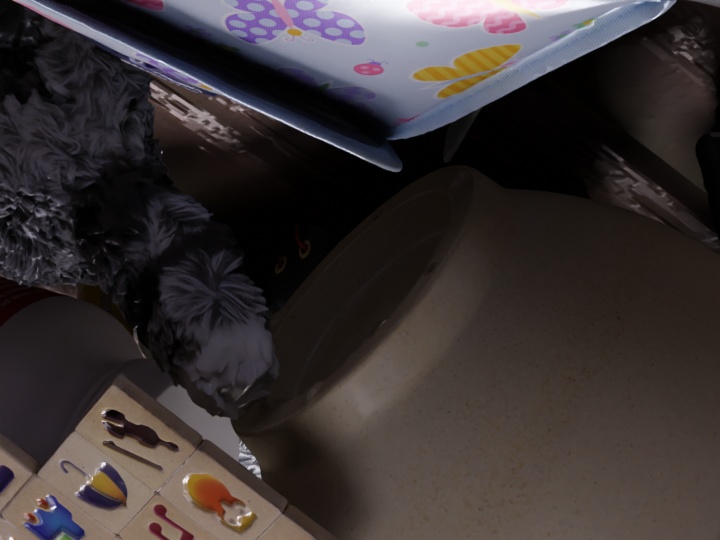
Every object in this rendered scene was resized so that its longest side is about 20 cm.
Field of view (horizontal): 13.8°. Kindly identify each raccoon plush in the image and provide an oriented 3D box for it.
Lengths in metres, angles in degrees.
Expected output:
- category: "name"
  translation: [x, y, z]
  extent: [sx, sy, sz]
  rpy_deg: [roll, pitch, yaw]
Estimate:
- category: "raccoon plush"
  translation: [-0.118, -0.006, 1.026]
  extent: [0.097, 0.200, 0.134]
  rpy_deg: [-16, 158, -26]

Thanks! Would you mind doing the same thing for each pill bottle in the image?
- category: "pill bottle"
  translation: [-0.149, 0.055, 1.084]
  extent: [0.200, 0.112, 0.112]
  rpy_deg: [14, 159, 29]

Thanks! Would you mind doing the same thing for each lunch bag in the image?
- category: "lunch bag"
  translation: [-0.027, -0.112, 0.878]
  extent: [0.169, 0.127, 0.200]
  rpy_deg: [24, 150, -32]

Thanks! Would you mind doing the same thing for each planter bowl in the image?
- category: "planter bowl"
  translation: [0.043, 0.051, 1.003]
  extent: [0.135, 0.200, 0.200]
  rpy_deg: [42, 136, -17]

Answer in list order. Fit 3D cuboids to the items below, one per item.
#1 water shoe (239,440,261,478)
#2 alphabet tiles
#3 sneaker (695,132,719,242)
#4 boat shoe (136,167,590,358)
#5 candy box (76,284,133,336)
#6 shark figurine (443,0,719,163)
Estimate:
- category: "water shoe"
  translation: [-0.050, 0.068, 1.234]
  extent: [0.071, 0.079, 0.200]
  rpy_deg: [-10, 159, 9]
- category: "alphabet tiles"
  translation: [-0.080, 0.110, 0.996]
  extent: [0.167, 0.008, 0.200]
  rpy_deg: [38, 140, -4]
- category: "sneaker"
  translation: [0.205, -0.019, 1.108]
  extent: [0.115, 0.076, 0.200]
  rpy_deg: [-22, 152, 21]
- category: "boat shoe"
  translation: [0.001, -0.002, 1.140]
  extent: [0.201, 0.074, 0.063]
  rpy_deg: [-5, 125, 24]
- category: "candy box"
  translation: [-0.109, 0.114, 1.203]
  extent: [0.026, 0.102, 0.200]
  rpy_deg: [4, 111, -5]
- category: "shark figurine"
  translation: [0.141, -0.076, 0.977]
  extent: [0.214, 0.090, 0.128]
  rpy_deg: [4, 150, -8]
